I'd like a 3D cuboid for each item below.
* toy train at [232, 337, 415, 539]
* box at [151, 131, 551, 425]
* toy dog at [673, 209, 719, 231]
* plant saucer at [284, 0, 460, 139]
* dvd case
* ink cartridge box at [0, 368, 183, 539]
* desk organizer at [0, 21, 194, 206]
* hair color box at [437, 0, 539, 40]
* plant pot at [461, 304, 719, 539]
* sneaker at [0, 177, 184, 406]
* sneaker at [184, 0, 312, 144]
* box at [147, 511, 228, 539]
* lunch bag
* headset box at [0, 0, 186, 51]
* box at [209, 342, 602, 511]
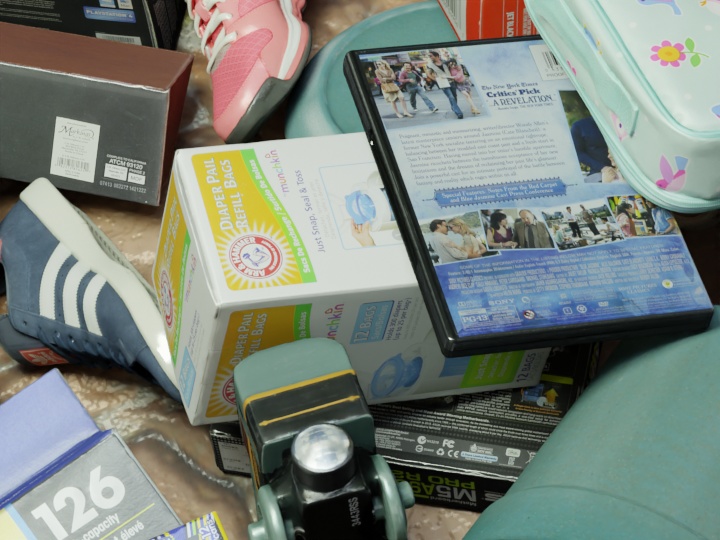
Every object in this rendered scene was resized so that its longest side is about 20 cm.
[{"bbox_3d":[-0.018,0.127,1.441,0.085,0.201,0.114,-15,50,-6],"label":"toy train"},{"bbox_3d":[0.000,0.000,1.492,0.199,0.113,0.102,-6,55,-18],"label":"box"},{"bbox_3d":[0.240,-0.029,1.572,0.131,0.096,0.201,-19,57,-6],"label":"toy dog"},{"bbox_3d":[0.054,-0.097,1.650,0.199,0.028,0.201,-1,44,1],"label":"plant saucer"},{"bbox_3d":[0.083,-0.043,1.456,0.142,0.018,0.201,-6,51,-16],"label":"dvd case"},{"bbox_3d":[-0.181,0.177,1.488,0.197,0.047,0.200,-35,79,-15],"label":"ink cartridge box"},{"bbox_3d":[-0.202,-0.101,1.668,0.199,0.072,0.077,10,23,7],"label":"desk organizer"},{"bbox_3d":[0.145,-0.190,1.680,0.199,0.064,0.111,-13,45,-14],"label":"hair color box"},{"bbox_3d":[0.157,0.135,1.432,0.199,0.201,0.196,22,53,18],"label":"plant pot"},{"bbox_3d":[-0.151,0.033,1.585,0.085,0.075,0.200,-46,45,-1],"label":"sneaker"},{"bbox_3d":[-0.077,-0.156,1.687,0.086,0.074,0.201,22,48,-18],"label":"sneaker"},{"bbox_3d":[-0.064,0.229,1.426,0.070,0.064,0.201,-22,74,-14],"label":"box"},{"bbox_3d":[0.178,-0.127,1.486,0.160,0.077,0.200,-16,53,-16],"label":"lunch bag"},{"bbox_3d":[-0.184,-0.229,1.748,0.173,0.093,0.201,8,58,10],"label":"headset box"},{"bbox_3d":[0.031,0.047,1.578,0.199,0.044,0.161,7,58,10],"label":"box"}]
